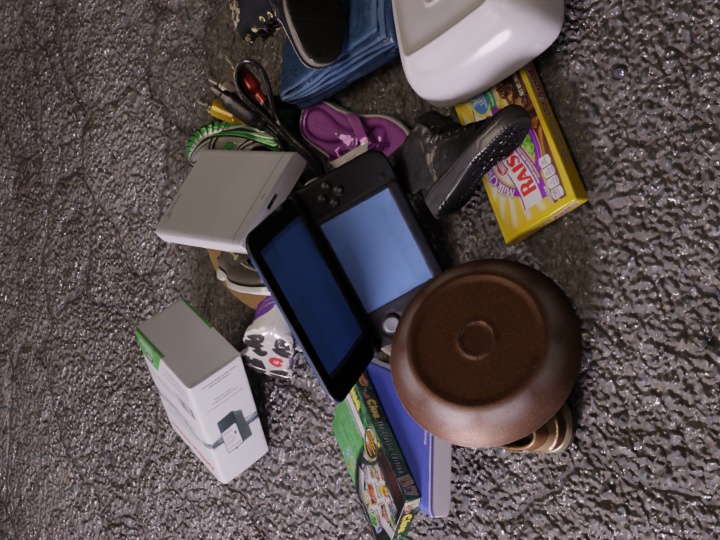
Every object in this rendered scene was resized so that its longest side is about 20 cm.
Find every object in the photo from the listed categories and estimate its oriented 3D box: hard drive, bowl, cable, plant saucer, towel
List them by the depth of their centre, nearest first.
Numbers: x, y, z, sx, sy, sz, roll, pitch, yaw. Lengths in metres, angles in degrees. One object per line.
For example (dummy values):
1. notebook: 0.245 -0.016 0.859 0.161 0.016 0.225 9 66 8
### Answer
1. plant saucer: 0.119 0.073 1.024 0.198 0.037 0.203 -9 63 17
2. bowl: 0.104 -0.288 1.049 0.199 0.074 0.203 -26 64 45
3. hard drive: 0.046 0.180 1.140 0.200 0.025 0.134 -169 79 -68
4. towel: -0.021 -0.273 1.207 0.199 0.048 0.113 -22 59 46
5. hard drive: -0.162 -0.088 1.249 0.199 0.027 0.133 9 64 50
6. cable: -0.108 -0.188 1.271 0.199 0.050 0.097 39 112 0

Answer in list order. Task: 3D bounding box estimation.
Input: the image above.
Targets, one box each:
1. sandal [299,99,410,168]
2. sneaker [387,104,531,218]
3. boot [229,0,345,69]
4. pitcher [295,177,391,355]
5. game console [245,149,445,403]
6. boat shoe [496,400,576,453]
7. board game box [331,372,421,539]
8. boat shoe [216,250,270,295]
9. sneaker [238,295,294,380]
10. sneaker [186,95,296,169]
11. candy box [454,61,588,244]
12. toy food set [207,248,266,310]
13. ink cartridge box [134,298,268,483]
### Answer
1. sandal: -0.016 -0.153 1.221 0.202 0.049 0.084 25 110 45
2. sneaker: 0.092 -0.132 1.070 0.105 0.060 0.200 61 140 20
3. boot: -0.091 -0.303 1.217 0.154 0.073 0.206 -41 63 57
4. pitcher: 0.000 0.000 1.181 0.170 0.121 0.203 8 109 25
5. game console: -0.003 0.003 1.069 0.201 0.169 0.118 61 -179 -15
6. boat shoe: 0.128 0.143 1.069 0.199 0.073 0.077 6 96 46
7. board game box: 0.013 0.214 1.158 0.201 0.023 0.106 -115 30 -45
8. boat shoe: -0.126 -0.009 1.213 0.201 0.071 0.061 -160 76 -67
9. sneaker: -0.107 0.081 1.296 0.200 0.080 0.084 122 166 -64
10. sneaker: -0.161 -0.160 1.355 0.199 0.077 0.086 -20 78 45
11. candy box: 0.157 -0.139 1.059 0.102 0.026 0.202 -36 66 45
12. toy food set: -0.131 -0.040 1.328 0.199 0.048 0.200 53 136 11
13. ink cartridge box: -0.208 0.162 1.356 0.146 0.083 0.201 38 150 38
